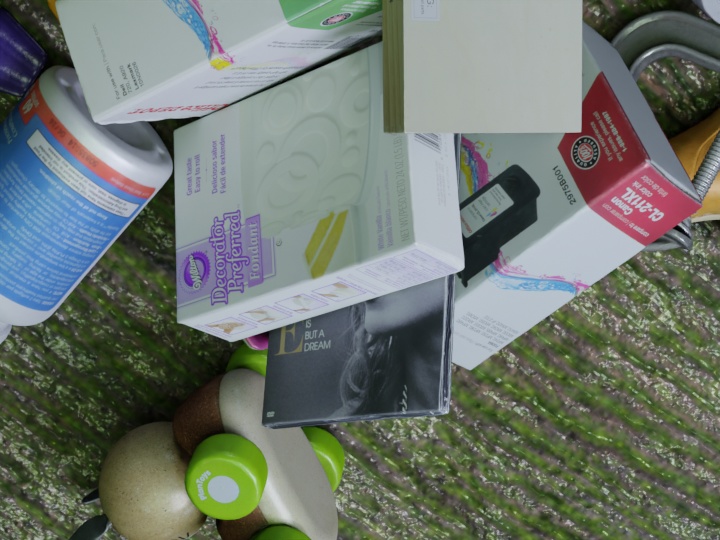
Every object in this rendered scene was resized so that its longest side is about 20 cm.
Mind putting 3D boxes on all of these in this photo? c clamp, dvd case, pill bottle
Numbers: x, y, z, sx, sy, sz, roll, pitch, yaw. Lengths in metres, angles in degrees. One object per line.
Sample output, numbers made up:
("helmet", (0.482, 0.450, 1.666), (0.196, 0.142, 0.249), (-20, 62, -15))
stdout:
("c clamp", (0.221, -0.093, 1.000), (0.170, 0.027, 0.201), (34, 89, 24))
("dvd case", (0.000, 0.000, 0.983), (0.148, 0.202, 0.016), (-9, 159, 38))
("pill bottle", (-0.232, -0.033, 1.031), (0.112, 0.112, 0.200), (39, 104, -15))

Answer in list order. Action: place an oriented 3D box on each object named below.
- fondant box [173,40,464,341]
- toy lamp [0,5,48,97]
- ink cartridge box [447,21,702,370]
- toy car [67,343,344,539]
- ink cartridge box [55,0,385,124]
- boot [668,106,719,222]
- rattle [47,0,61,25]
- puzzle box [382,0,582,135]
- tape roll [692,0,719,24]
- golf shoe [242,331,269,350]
("fondant box", (-0.033, -0.049, 0.978), (0.199, 0.145, 0.058), (-19, 155, 34))
("toy lamp", (-0.303, -0.185, 1.000), (0.199, 0.058, 0.058), (32, 107, -14))
("ink cartridge box", (0.101, -0.052, 0.986), (0.200, 0.146, 0.083), (-37, 144, 22))
("toy car", (-0.130, 0.169, 1.094), (0.199, 0.165, 0.158), (-22, 110, 16))
("ink cartridge box", (-0.067, -0.167, 0.930), (0.199, 0.145, 0.085), (-21, 88, 28))
("boot", (0.251, -0.092, 1.058), (0.200, 0.071, 0.145), (29, 92, 1))
("rattle", (-0.252, -0.236, 0.997), (0.199, 0.143, 0.131), (13, 78, 9))
("puzzle box", (0.073, -0.180, 0.874), (0.132, 0.025, 0.202), (-3, 95, -31))
("tape roll", (0.273, -0.248, 0.927), (0.199, 0.066, 0.201), (-26, 150, -16))
("golf shoe", (0.000, 0.029, 1.075), (0.198, 0.092, 0.076), (-5, 110, -1))
